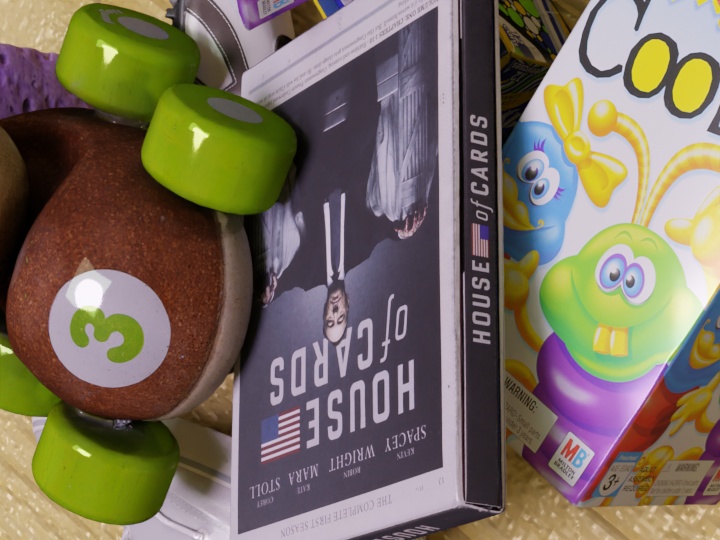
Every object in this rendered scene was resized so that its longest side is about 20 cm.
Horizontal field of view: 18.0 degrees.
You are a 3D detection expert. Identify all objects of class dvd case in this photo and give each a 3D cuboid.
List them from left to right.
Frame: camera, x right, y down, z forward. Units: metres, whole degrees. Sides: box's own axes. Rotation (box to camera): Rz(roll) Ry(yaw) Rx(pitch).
[{"bbox_3d":[0.000,0.000,0.817,0.150,0.025,0.201,-25,59,53],"label":"dvd case"}]

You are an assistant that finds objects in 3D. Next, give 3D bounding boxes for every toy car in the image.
[{"bbox_3d":[-0.153,-0.013,0.846,0.158,0.199,0.165,42,117,47],"label":"toy car"}]

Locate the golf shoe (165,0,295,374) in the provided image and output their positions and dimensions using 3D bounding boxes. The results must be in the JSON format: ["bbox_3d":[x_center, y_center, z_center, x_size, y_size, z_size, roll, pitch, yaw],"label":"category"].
[{"bbox_3d":[-0.030,-0.058,0.946,0.094,0.078,0.201,-2,86,19],"label":"golf shoe"}]

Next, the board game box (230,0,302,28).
[{"bbox_3d":[0.019,-0.194,0.821,0.199,0.105,0.103,-28,66,-9],"label":"board game box"}]

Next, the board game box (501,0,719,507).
[{"bbox_3d":[0.119,-0.028,0.799,0.105,0.103,0.201,42,110,32],"label":"board game box"}]

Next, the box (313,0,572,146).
[{"bbox_3d":[0.011,-0.139,0.912,0.064,0.070,0.201,-40,64,26],"label":"box"}]

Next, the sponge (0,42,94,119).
[{"bbox_3d":[-0.172,-0.043,0.961,0.030,0.200,0.112,6,90,35],"label":"sponge"}]

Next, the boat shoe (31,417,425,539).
[{"bbox_3d":[-0.065,0.104,0.948,0.199,0.072,0.069,18,80,27],"label":"boat shoe"}]
